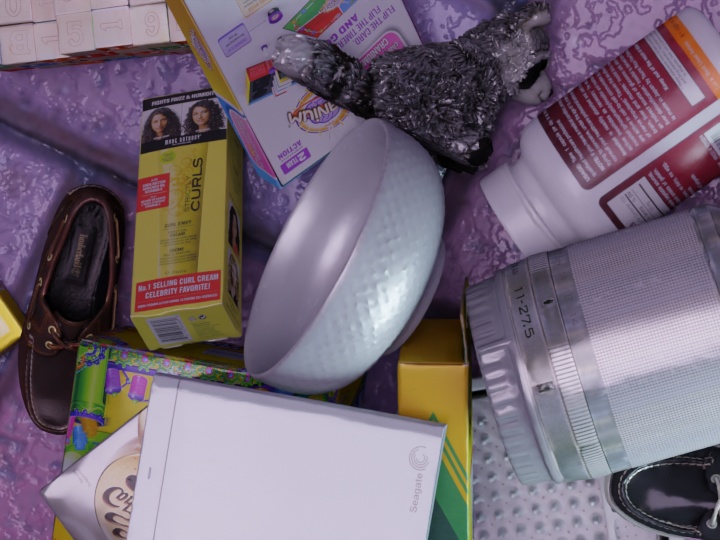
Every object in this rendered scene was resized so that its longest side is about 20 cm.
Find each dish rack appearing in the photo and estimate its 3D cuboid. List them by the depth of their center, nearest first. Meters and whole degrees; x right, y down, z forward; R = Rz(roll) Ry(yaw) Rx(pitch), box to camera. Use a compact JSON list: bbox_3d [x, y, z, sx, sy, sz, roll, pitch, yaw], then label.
[{"bbox_3d":[0.135,0.156,1.412,0.199,0.044,0.173,-10,92,11],"label":"dish rack"}]

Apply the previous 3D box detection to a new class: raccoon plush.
[{"bbox_3d":[0.052,-0.159,1.341,0.200,0.097,0.134,29,83,-34],"label":"raccoon plush"}]

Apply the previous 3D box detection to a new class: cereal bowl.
[{"bbox_3d":[0.000,0.000,1.313,0.083,0.200,0.201,27,99,-18],"label":"cereal bowl"}]

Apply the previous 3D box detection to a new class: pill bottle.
[{"bbox_3d":[0.189,-0.088,1.351,0.200,0.113,0.113,-35,87,11],"label":"pill bottle"}]

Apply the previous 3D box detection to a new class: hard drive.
[{"bbox_3d":[-0.051,0.151,1.257,0.199,0.027,0.133,10,92,5],"label":"hard drive"}]

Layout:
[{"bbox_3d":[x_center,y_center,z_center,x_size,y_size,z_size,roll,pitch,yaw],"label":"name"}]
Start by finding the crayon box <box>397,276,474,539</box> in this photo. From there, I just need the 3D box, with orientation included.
[{"bbox_3d":[0.054,0.114,1.325,0.051,0.127,0.201,0,101,5],"label":"crayon box"}]

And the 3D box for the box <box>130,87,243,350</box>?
[{"bbox_3d":[-0.127,-0.041,1.393,0.075,0.050,0.201,-8,56,11],"label":"box"}]

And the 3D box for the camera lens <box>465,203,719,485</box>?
[{"bbox_3d":[0.187,0.052,1.295,0.199,0.160,0.161,-17,90,8],"label":"camera lens"}]

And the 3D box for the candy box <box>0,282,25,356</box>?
[{"bbox_3d":[-0.358,-0.004,1.505,0.102,0.026,0.200,-36,87,7],"label":"candy box"}]

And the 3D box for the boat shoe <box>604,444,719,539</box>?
[{"bbox_3d":[0.276,0.169,1.349,0.199,0.060,0.074,15,90,-8],"label":"boat shoe"}]

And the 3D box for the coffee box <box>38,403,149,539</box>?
[{"bbox_3d":[-0.115,0.196,1.320,0.113,0.080,0.200,-37,87,8],"label":"coffee box"}]

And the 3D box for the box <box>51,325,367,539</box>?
[{"bbox_3d":[-0.114,0.157,1.419,0.199,0.122,0.194,10,95,9],"label":"box"}]

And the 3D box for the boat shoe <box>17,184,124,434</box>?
[{"bbox_3d":[-0.225,0.032,1.454,0.070,0.070,0.201,7,97,-11],"label":"boat shoe"}]

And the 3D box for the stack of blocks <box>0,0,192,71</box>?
[{"bbox_3d":[-0.197,-0.190,1.418,0.199,0.115,0.059,-5,92,12],"label":"stack of blocks"}]

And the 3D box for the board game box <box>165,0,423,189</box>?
[{"bbox_3d":[-0.048,-0.183,1.349,0.153,0.040,0.201,-35,121,-14],"label":"board game box"}]
